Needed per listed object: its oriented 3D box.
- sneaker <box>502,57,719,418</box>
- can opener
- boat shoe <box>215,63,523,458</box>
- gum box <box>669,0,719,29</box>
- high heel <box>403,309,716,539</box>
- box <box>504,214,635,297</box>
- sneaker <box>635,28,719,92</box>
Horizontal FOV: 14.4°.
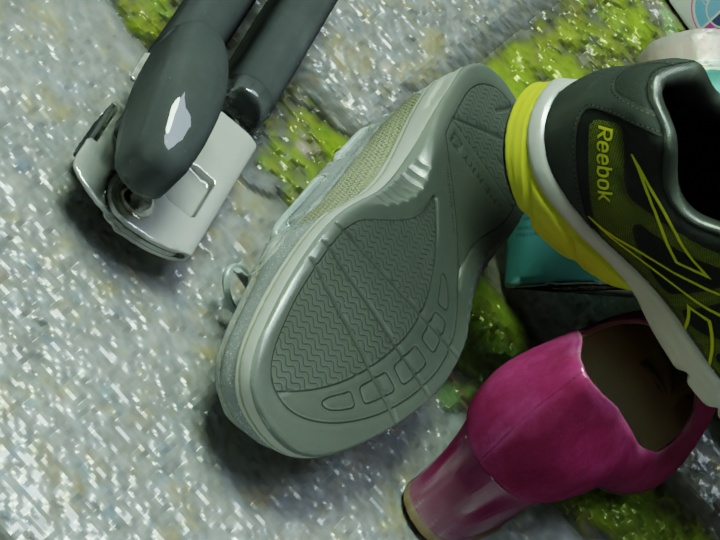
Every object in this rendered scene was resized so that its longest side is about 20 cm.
[{"bbox_3d":[0.140,0.000,0.994,0.200,0.084,0.075,35,62,-20],"label":"sneaker"},{"bbox_3d":[-0.043,-0.080,1.023,0.053,0.067,0.200,39,42,-11],"label":"can opener"},{"bbox_3d":[-0.001,-0.002,1.010,0.075,0.065,0.202,55,40,-21],"label":"boat shoe"},{"bbox_3d":[0.236,-0.168,1.323,0.200,0.113,0.066,-20,72,-49],"label":"gum box"},{"bbox_3d":[0.099,0.037,1.032,0.200,0.096,0.068,-16,69,-49],"label":"high heel"},{"bbox_3d":[0.162,-0.012,1.104,0.199,0.082,0.049,4,87,-26],"label":"box"},{"bbox_3d":[0.197,-0.034,1.217,0.199,0.071,0.080,17,59,-32],"label":"sneaker"}]
